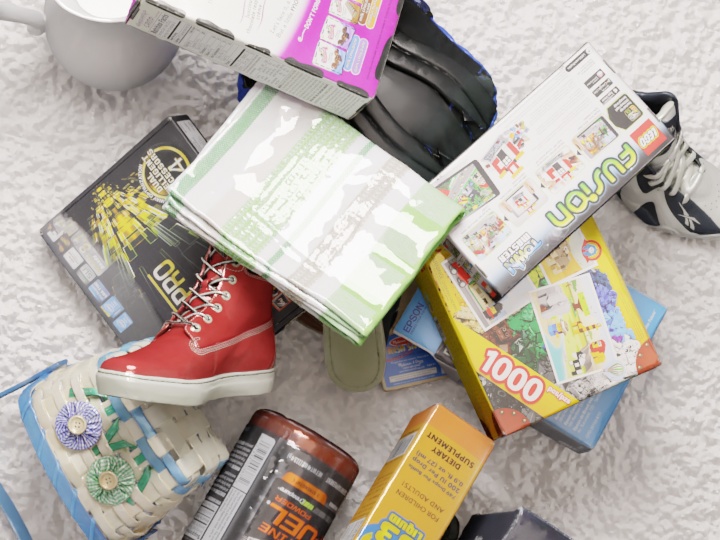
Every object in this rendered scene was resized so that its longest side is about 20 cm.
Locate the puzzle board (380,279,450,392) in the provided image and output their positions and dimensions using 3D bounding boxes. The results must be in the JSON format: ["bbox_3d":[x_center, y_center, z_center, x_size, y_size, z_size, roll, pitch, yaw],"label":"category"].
[{"bbox_3d":[0.098,0.014,1.643,0.199,0.017,0.152,-12,84,-8],"label":"puzzle board"}]

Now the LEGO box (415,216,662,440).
[{"bbox_3d":[0.138,0.022,1.536,0.148,0.077,0.201,-24,83,-8],"label":"LEGO box"}]

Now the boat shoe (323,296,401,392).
[{"bbox_3d":[0.002,0.000,1.541,0.074,0.066,0.201,0,116,8],"label":"boat shoe"}]

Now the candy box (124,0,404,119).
[{"bbox_3d":[-0.070,-0.222,1.448,0.199,0.061,0.137,23,69,-15],"label":"candy box"}]

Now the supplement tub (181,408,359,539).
[{"bbox_3d":[-0.090,0.225,1.542,0.107,0.107,0.201,30,80,-2],"label":"supplement tub"}]

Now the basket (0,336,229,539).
[{"bbox_3d":[-0.228,0.154,1.529,0.200,0.139,0.177,-34,87,25],"label":"basket"}]

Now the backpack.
[{"bbox_3d":[0.017,-0.150,1.578,0.200,0.168,0.163,37,84,3],"label":"backpack"}]

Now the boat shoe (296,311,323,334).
[{"bbox_3d":[-0.065,-0.030,1.600,0.076,0.072,0.200,-35,87,-10],"label":"boat shoe"}]

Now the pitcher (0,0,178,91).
[{"bbox_3d":[-0.233,-0.220,1.544,0.170,0.200,0.122,-6,82,-7],"label":"pitcher"}]

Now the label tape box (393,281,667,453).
[{"bbox_3d":[0.146,0.048,1.604,0.199,0.066,0.144,30,80,2],"label":"label tape box"}]

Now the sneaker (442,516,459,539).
[{"bbox_3d":[0.013,0.265,1.562,0.086,0.080,0.200,40,80,-1],"label":"sneaker"}]

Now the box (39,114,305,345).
[{"bbox_3d":[-0.154,-0.007,1.569,0.161,0.049,0.200,-38,87,17],"label":"box"}]

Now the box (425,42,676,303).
[{"bbox_3d":[0.148,-0.080,1.497,0.200,0.035,0.110,-41,85,-11],"label":"box"}]

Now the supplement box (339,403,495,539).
[{"bbox_3d":[0.031,0.211,1.513,0.066,0.069,0.201,35,71,-7],"label":"supplement box"}]

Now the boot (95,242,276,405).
[{"bbox_3d":[-0.132,0.030,1.444,0.072,0.200,0.145,10,99,31],"label":"boot"}]

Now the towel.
[{"bbox_3d":[-0.037,-0.053,1.444,0.199,0.031,0.149,34,72,11],"label":"towel"}]

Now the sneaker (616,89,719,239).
[{"bbox_3d":[0.269,-0.098,1.622,0.199,0.130,0.080,36,80,-1],"label":"sneaker"}]

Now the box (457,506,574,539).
[{"bbox_3d":[0.108,0.309,1.506,0.117,0.197,0.201,32,79,-2],"label":"box"}]
